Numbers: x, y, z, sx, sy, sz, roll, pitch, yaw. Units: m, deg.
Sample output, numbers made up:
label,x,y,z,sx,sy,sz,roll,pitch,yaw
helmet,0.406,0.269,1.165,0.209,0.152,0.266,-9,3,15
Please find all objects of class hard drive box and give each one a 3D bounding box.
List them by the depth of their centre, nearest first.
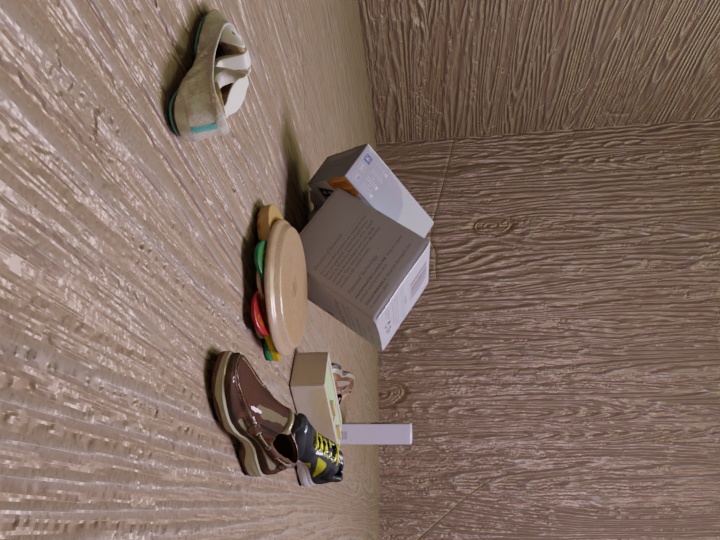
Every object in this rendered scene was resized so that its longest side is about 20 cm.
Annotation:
label,x,y,z,sx,sy,sz,roll,pitch,yaw
hard drive box,0.018,-0.127,0.996,0.200,0.155,0.078,44,71,-24

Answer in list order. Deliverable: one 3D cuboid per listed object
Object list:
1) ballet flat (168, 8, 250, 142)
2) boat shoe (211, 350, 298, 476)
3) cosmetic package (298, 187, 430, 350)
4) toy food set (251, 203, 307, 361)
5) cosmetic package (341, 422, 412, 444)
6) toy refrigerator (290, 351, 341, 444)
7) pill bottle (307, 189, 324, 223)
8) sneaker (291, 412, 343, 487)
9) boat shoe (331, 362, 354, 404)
label,x,y,z,sx,sy,sz,roll,pitch,yaw
ballet flat,-0.142,-0.203,0.549,0.068,0.061,0.204,80,9,-53
boat shoe,-0.113,0.167,0.619,0.076,0.073,0.205,-86,171,-46
cosmetic package,0.000,0.000,0.941,0.168,0.198,0.168,-53,160,-16
toy food set,-0.117,0.024,0.768,0.203,0.047,0.201,82,8,-46
cosmetic package,0.036,0.420,1.374,0.151,0.194,0.053,70,19,-72
toy refrigerator,-0.075,0.248,0.981,0.077,0.068,0.204,-85,171,-51
pill bottle,-0.052,-0.073,1.118,0.116,0.112,0.205,-73,160,-72
sneaker,-0.073,0.304,0.908,0.203,0.082,0.076,81,8,-48
boat shoe,-0.062,0.249,1.141,0.200,0.074,0.076,54,38,-65
